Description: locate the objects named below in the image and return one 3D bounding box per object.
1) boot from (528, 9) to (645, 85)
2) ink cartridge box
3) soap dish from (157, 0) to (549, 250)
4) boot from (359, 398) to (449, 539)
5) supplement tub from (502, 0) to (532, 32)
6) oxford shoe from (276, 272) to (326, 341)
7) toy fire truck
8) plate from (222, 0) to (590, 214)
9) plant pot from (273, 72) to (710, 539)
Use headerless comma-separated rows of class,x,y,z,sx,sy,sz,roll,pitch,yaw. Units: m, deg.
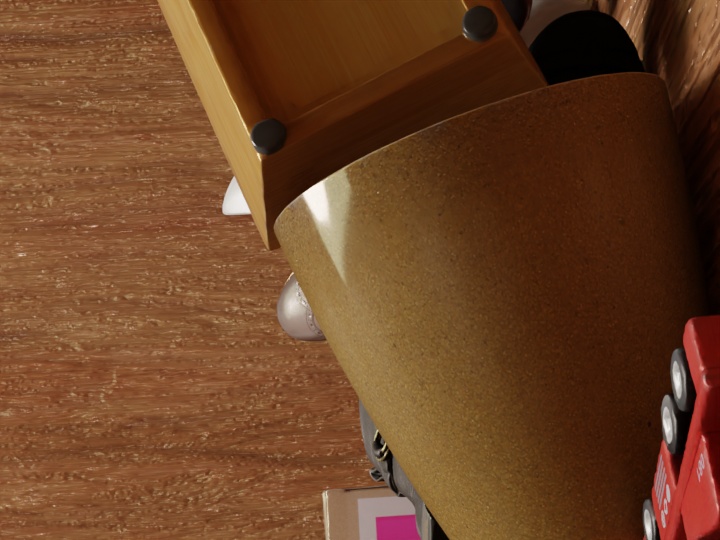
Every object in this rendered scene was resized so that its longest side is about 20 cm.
boot,0.116,-0.061,0.780,0.163,0.072,0.201,-92,-5,-67
ink cartridge box,0.071,0.226,1.132,0.165,0.197,0.076,83,-176,-69
soap dish,-0.016,-0.133,0.672,0.081,0.156,0.202,65,179,-68
boot,0.041,0.075,0.843,0.174,0.068,0.203,-127,42,-60
supplement tub,0.038,-0.224,0.810,0.107,0.105,0.202,86,179,-61
oxford shoe,0.000,0.000,0.823,0.199,0.072,0.072,-32,84,46
toy fire truck,0.129,0.092,0.420,0.201,0.048,0.142,86,-179,-48
plate,0.021,-0.112,0.871,0.200,0.198,0.033,-50,-59,-31
plant pot,0.081,0.045,0.597,0.186,0.184,0.203,83,168,-81
